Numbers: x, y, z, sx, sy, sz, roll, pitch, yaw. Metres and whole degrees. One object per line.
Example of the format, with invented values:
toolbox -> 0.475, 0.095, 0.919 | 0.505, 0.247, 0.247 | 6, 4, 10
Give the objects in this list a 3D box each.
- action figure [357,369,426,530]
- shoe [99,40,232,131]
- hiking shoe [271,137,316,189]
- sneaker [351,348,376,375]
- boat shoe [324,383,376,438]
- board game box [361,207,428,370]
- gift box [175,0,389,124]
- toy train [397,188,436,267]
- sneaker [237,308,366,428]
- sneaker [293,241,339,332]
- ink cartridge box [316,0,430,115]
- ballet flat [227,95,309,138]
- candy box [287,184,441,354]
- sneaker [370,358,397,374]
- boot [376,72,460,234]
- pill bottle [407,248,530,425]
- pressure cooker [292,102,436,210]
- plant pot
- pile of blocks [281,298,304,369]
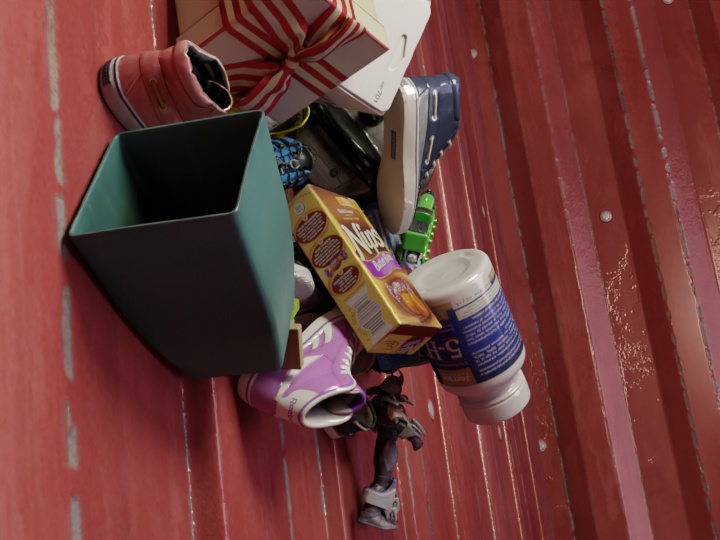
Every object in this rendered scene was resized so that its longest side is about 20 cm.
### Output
action figure -> 0.035, 0.229, 1.268 | 0.130, 0.069, 0.202 | 172, -74, -77
shoe -> -0.155, -0.137, 0.925 | 0.200, 0.090, 0.072 | 54, 28, -54
hiking shoe -> -0.096, -0.119, 1.062 | 0.200, 0.086, 0.075 | -91, 164, -78
sneaker -> -0.041, 0.043, 1.256 | 0.082, 0.074, 0.202 | -18, 89, -59
boat shoe -> -0.037, 0.138, 1.182 | 0.074, 0.060, 0.201 | -83, 155, -44
board game box -> 0.049, 0.029, 1.310 | 0.196, 0.055, 0.202 | 15, 57, -73
gift box -> -0.102, -0.279, 1.029 | 0.199, 0.184, 0.188 | 19, 48, -46
toy train -> 0.080, -0.061, 1.314 | 0.200, 0.041, 0.057 | -69, 170, -67
sneaker -> -0.025, 0.112, 1.041 | 0.200, 0.113, 0.073 | -33, 134, -47
sneaker -> -0.080, 0.006, 1.125 | 0.200, 0.075, 0.114 | 32, 26, -46
ink cartridge box -> -0.030, -0.279, 1.168 | 0.085, 0.199, 0.148 | 25, 88, -39
ballet flat -> -0.110, -0.190, 1.160 | 0.200, 0.066, 0.068 | -27, 106, -73
candy box -> 0.000, 0.000, 1.116 | 0.201, 0.056, 0.116 | 55, 19, 21
sneaker -> 0.028, 0.117, 1.386 | 0.200, 0.074, 0.107 | -67, 139, -65
boot -> 0.076, -0.141, 1.193 | 0.073, 0.090, 0.202 | 45, -40, 47
pill bottle -> 0.138, 0.087, 1.218 | 0.120, 0.119, 0.201 | -69, 137, -62
pressure cooker -> 0.001, -0.172, 1.317 | 0.200, 0.174, 0.181 | 2, 94, -72
plant pot -> -0.133, -0.007, 0.848 | 0.142, 0.140, 0.201 | -83, 162, -48
pile of blocks -> -0.107, 0.004, 0.968 | 0.201, 0.081, 0.062 | 62, 21, -17
